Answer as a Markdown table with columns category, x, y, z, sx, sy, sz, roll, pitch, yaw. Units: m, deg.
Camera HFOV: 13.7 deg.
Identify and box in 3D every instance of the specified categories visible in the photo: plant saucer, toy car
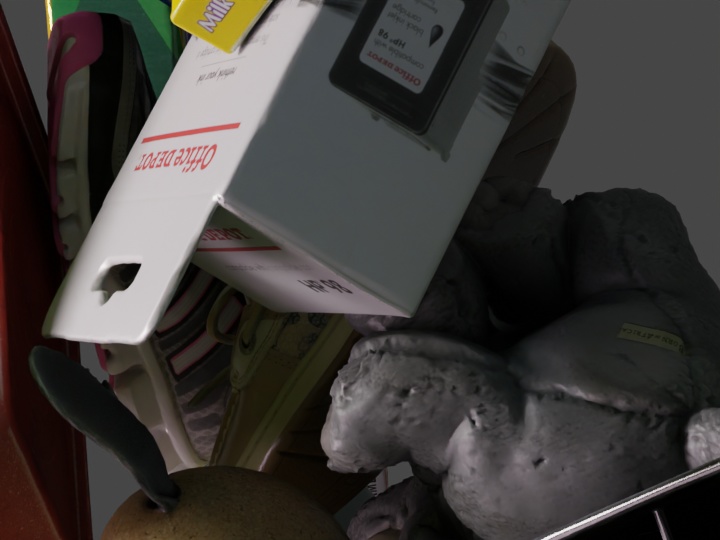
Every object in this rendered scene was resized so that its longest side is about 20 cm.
| category | x | y | z | sx | sy | sz | roll | pitch | yaw |
| --- | --- | --- | --- | --- | --- | --- | --- | --- | --- |
| plant saucer | -0.117 | 0.010 | 0.946 | 0.200 | 0.036 | 0.201 | 81 | -178 | -62 |
| toy car | -0.053 | 0.120 | 0.880 | 0.164 | 0.157 | 0.201 | 64 | -178 | -79 |

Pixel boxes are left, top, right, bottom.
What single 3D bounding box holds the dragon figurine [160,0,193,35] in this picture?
| category | x | y | z | sx | sy | sz | roll | pitch | yaw |
| --- | --- | --- | --- | --- | --- | --- | --- | --- | --- |
| dragon figurine | -0.048 | -0.098 | 0.969 | 0.099 | 0.059 | 0.200 | 40 | -175 | -4 |

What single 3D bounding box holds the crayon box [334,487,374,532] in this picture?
| category | x | y | z | sx | sy | sz | roll | pitch | yaw |
| --- | --- | --- | --- | --- | --- | --- | --- | --- | --- |
| crayon box | -0.079 | 0.173 | 1.069 | 0.058 | 0.199 | 0.173 | 51 | -159 | -30 |

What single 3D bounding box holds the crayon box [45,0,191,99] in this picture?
| category | x | y | z | sx | sy | sz | roll | pitch | yaw |
| --- | --- | --- | --- | --- | --- | --- | --- | --- | --- |
| crayon box | -0.088 | -0.124 | 1.153 | 0.126 | 0.051 | 0.202 | 50 | -146 | -80 |

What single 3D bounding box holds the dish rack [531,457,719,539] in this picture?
| category | x | y | z | sx | sy | sz | roll | pitch | yaw |
| --- | --- | --- | --- | --- | --- | --- | --- | --- | --- |
| dish rack | 0.118 | 0.149 | 0.771 | 0.153 | 0.054 | 0.201 | -27 | 79 | 35 |

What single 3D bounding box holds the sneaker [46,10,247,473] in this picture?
| category | x | y | z | sx | sy | sz | roll | pitch | yaw |
| --- | --- | --- | --- | --- | --- | --- | --- | --- | --- |
| sneaker | -0.054 | -0.011 | 1.024 | 0.074 | 0.087 | 0.201 | -94 | -7 | -50 |

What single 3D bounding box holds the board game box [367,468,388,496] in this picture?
| category | x | y | z | sx | sy | sz | roll | pitch | yaw |
| --- | --- | --- | --- | --- | --- | --- | --- | --- | --- |
| board game box | -0.020 | 0.005 | 1.178 | 0.152 | 0.046 | 0.201 | -98 | 2 | -52 |

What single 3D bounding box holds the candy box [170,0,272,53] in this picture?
| category | x | y | z | sx | sy | sz | roll | pitch | yaw |
| --- | --- | --- | --- | --- | --- | --- | --- | --- | --- |
| candy box | -0.019 | -0.159 | 0.869 | 0.102 | 0.026 | 0.201 | -48 | 26 | 30 |

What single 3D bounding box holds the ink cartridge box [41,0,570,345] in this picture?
| category | x | y | z | sx | sy | sz | roll | pitch | yaw |
| --- | --- | --- | --- | --- | --- | --- | --- | --- | --- |
| ink cartridge box | -0.005 | -0.054 | 0.845 | 0.066 | 0.201 | 0.116 | 30 | 170 | -18 |

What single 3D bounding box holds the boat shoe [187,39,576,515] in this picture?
| category | x | y | z | sx | sy | sz | roll | pitch | yaw |
| --- | --- | --- | --- | --- | --- | --- | --- | --- | --- |
| boat shoe | 0.000 | 0.000 | 0.977 | 0.063 | 0.073 | 0.201 | 39 | 108 | 30 |

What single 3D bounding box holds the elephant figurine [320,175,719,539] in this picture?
| category | x | y | z | sx | sy | sz | roll | pitch | yaw |
| --- | --- | --- | --- | --- | --- | --- | --- | --- | --- |
| elephant figurine | 0.058 | 0.081 | 0.918 | 0.156 | 0.140 | 0.201 | -93 | 1 | -51 |
